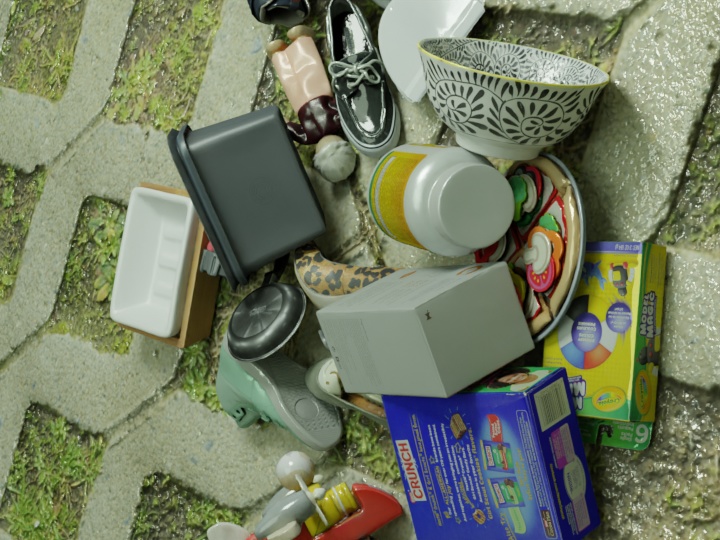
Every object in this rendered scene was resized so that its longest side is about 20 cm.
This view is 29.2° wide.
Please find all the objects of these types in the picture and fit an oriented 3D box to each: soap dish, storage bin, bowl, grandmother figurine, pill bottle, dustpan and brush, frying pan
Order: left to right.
[{"bbox_3d":[-0.253,-0.009,1.847,0.156,0.081,0.202,13,94,45],"label":"soap dish"},{"bbox_3d":[-0.129,-0.100,1.661,0.133,0.146,0.202,-21,104,2],"label":"storage bin"},{"bbox_3d":[-0.100,0.028,1.664,0.114,0.031,0.191,2,55,43],"label":"frying pan"},{"bbox_3d":[-0.053,-0.201,1.694,0.121,0.060,0.202,-31,66,30],"label":"grandmother figurine"},{"bbox_3d":[0.055,-0.293,1.610,0.200,0.057,0.140,45,104,31],"label":"dustpan and brush"},{"bbox_3d":[0.086,-0.075,1.452,0.200,0.112,0.114,-160,80,-71],"label":"pill bottle"},{"bbox_3d":[0.147,-0.170,1.409,0.200,0.199,0.095,29,117,42],"label":"bowl"}]

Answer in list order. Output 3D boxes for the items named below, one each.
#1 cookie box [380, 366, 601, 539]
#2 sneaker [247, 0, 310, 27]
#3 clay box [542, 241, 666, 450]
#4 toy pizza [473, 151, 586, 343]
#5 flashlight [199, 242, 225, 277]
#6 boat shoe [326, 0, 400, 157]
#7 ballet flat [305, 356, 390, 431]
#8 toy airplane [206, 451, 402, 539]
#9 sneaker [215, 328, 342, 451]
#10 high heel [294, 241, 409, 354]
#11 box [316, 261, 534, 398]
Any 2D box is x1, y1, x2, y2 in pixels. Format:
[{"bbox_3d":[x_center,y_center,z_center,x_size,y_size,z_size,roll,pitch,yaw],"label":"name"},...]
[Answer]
[{"bbox_3d":[0.130,0.191,1.413,0.199,0.075,0.173,-5,103,45],"label":"cookie box"},{"bbox_3d":[-0.085,-0.400,1.725,0.203,0.076,0.147,-55,40,37],"label":"sneaker"},{"bbox_3d":[0.240,0.073,1.377,0.114,0.047,0.202,1,84,46],"label":"clay box"},{"bbox_3d":[0.166,-0.024,1.430,0.200,0.031,0.202,-26,61,61],"label":"toy pizza"},{"bbox_3d":[-0.152,-0.088,1.775,0.067,0.068,0.202,14,91,29],"label":"flashlight"},{"bbox_3d":[-0.001,-0.232,1.626,0.073,0.068,0.201,-11,69,9],"label":"boat shoe"},{"bbox_3d":[0.003,0.130,1.585,0.199,0.064,0.068,23,65,41],"label":"ballet flat"},{"bbox_3d":[-0.078,0.277,1.558,0.199,0.198,0.143,-11,87,44],"label":"toy airplane"},{"bbox_3d":[-0.102,0.169,1.697,0.200,0.073,0.119,44,138,24],"label":"sneaker"},{"bbox_3d":[0.000,0.000,1.634,0.142,0.072,0.201,-31,42,7],"label":"high heel"},{"bbox_3d":[0.064,0.061,1.439,0.199,0.124,0.098,-5,108,60],"label":"box"}]
